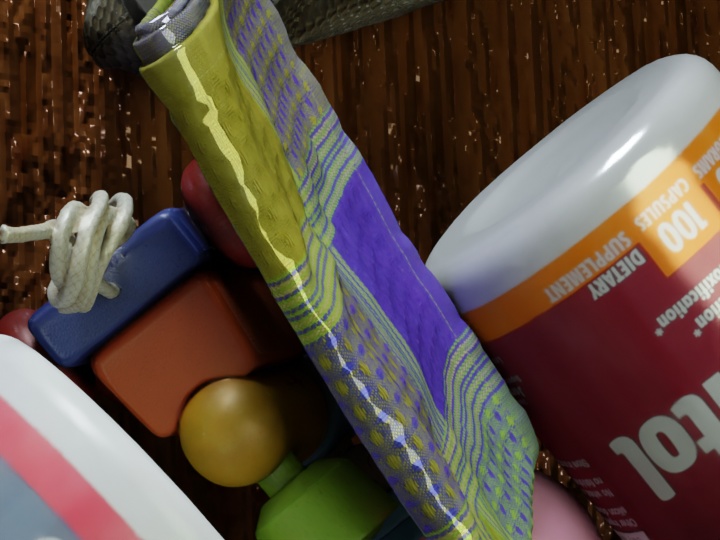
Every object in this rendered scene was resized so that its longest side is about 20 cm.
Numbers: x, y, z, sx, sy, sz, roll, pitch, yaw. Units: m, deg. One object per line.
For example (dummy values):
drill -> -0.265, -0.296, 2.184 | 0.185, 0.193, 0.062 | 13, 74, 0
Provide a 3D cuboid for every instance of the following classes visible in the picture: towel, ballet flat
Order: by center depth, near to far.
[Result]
towel -> 0.000, 0.000, 0.793 | 0.201, 0.023, 0.144 | 59, 10, -13
ballet flat -> -0.017, -0.097, 0.941 | 0.068, 0.046, 0.200 | 53, 42, 7

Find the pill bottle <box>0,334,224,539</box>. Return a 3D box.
pill bottle -> -0.120, 0.124, 0.711 | 0.200, 0.119, 0.120 | -44, 113, -11

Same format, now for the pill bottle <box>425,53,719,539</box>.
pill bottle -> 0.120, 0.043, 0.902 | 0.200, 0.113, 0.113 | 50, 52, -8

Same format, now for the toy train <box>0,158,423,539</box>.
toy train -> -0.036, 0.037, 0.788 | 0.116, 0.085, 0.200 | 52, 9, 6

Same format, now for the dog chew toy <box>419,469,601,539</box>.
dog chew toy -> 0.047, 0.152, 0.895 | 0.124, 0.124, 0.201 | 0, 72, -42
